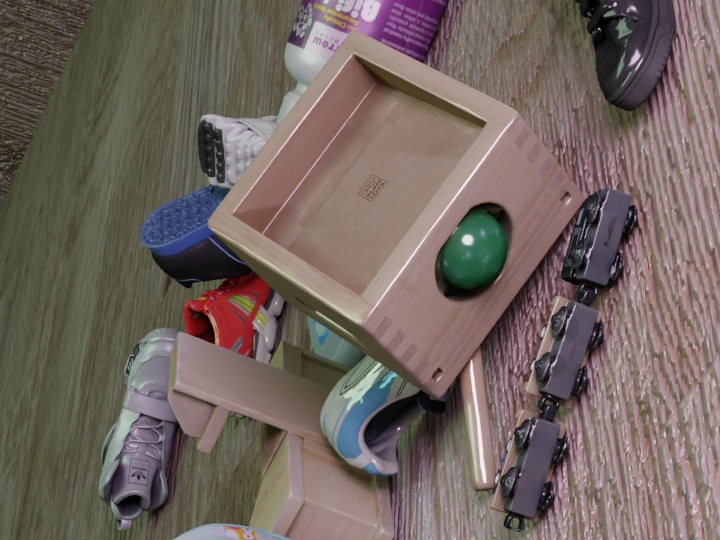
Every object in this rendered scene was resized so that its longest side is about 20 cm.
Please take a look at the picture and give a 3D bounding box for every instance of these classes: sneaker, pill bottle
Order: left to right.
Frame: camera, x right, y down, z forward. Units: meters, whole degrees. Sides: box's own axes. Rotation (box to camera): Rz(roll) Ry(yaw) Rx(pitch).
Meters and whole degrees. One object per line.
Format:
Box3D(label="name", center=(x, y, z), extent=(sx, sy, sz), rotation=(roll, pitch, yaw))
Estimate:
Box3D(label="sneaker", center=(-0.208, 0.161, 2.025), extent=(0.115, 0.074, 0.201), rotation=(-96, 25, -55))
Box3D(label="sneaker", center=(-0.116, 0.034, 1.841), extent=(0.077, 0.084, 0.202), rotation=(-48, 28, 51))
Box3D(label="sneaker", center=(-0.091, -0.041, 1.793), extent=(0.198, 0.078, 0.071), rotation=(-16, 49, 18))
Box3D(label="sneaker", center=(-0.062, -0.084, 1.696), extent=(0.200, 0.080, 0.076), rotation=(42, 136, 51))
Box3D(label="pill bottle", center=(0.004, -0.198, 1.667), extent=(0.112, 0.111, 0.202), rotation=(-142, 72, -73))
Box3D(label="sneaker", center=(0.048, 0.046, 1.352), extent=(0.072, 0.072, 0.201), rotation=(39, 104, 29))
Box3D(label="sneaker", center=(0.134, -0.196, 1.224), extent=(0.060, 0.103, 0.202), rotation=(-44, 31, 55))

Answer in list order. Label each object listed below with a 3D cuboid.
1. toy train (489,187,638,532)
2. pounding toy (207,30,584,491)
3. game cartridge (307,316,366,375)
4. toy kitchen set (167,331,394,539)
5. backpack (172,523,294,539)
Box3D(label="toy train", center=(0.113, 0.050, 1.165), extent=(0.046, 0.034, 0.202), rotation=(171, 117, -76))
Box3D(label="pounding toy", center=(0.036, -0.007, 1.258), extent=(0.199, 0.142, 0.185), rotation=(31, 81, 42))
Box3D(label="game cartridge", center=(0.000, 0.000, 1.593), extent=(0.200, 0.040, 0.134), rotation=(-103, 32, -62))
Box3D(label="toy kitchen set", center=(-0.090, 0.164, 1.446), extent=(0.181, 0.162, 0.201), rotation=(-61, 15, 24))
Box3D(label="backpack", center=(-0.082, 0.272, 1.300), extent=(0.201, 0.175, 0.153), rotation=(-61, 23, 6))
